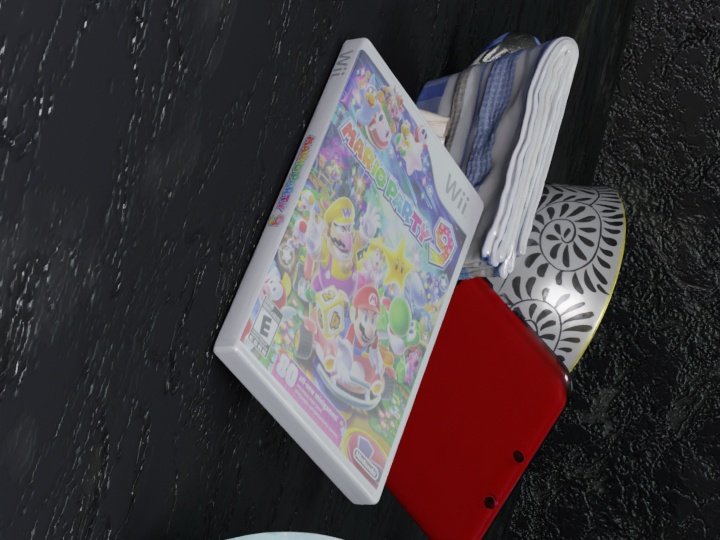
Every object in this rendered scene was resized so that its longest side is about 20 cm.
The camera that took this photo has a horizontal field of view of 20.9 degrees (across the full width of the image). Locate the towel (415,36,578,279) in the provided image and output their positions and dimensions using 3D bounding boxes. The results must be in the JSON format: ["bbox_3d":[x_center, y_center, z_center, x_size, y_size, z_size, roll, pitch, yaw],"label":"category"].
[{"bbox_3d":[0.063,-0.063,1.191,0.200,0.024,0.148,-5,-114,67],"label":"towel"}]

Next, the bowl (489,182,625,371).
[{"bbox_3d":[0.117,0.005,1.556,0.201,0.094,0.201,-55,-161,30],"label":"bowl"}]

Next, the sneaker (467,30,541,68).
[{"bbox_3d":[0.095,-0.107,1.445,0.201,0.078,0.090,106,-1,-50],"label":"sneaker"}]

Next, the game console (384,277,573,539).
[{"bbox_3d":[0.074,0.060,1.303,0.201,0.118,0.173,-63,180,41],"label":"game console"}]

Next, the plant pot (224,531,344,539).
[{"bbox_3d":[-0.037,0.241,0.930,0.196,0.199,0.202,98,11,-72],"label":"plant pot"}]

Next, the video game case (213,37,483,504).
[{"bbox_3d":[0.000,0.000,1.023,0.143,0.018,0.201,51,49,-39],"label":"video game case"}]

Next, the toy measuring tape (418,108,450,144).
[{"bbox_3d":[0.014,-0.020,1.118,0.074,0.073,0.201,85,23,-63],"label":"toy measuring tape"}]
